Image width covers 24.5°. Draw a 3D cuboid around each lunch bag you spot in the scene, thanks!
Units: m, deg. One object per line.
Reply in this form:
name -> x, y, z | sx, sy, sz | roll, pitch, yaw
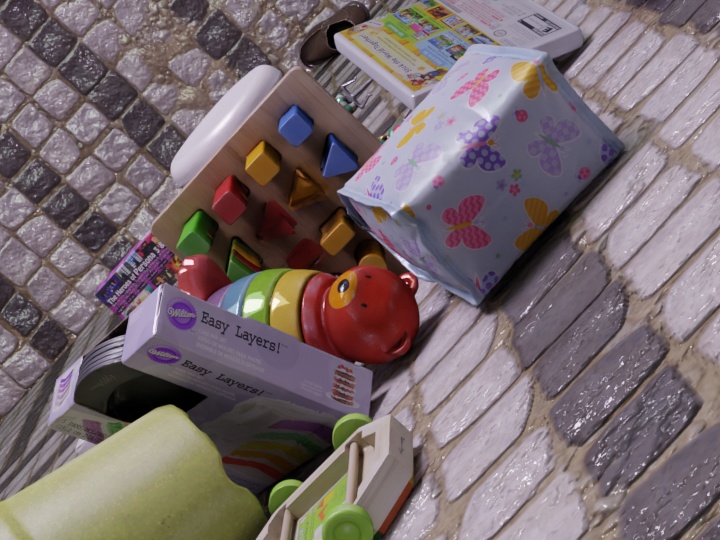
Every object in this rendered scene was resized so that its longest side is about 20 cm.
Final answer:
lunch bag -> 0.083, -0.079, 1.267 | 0.170, 0.127, 0.200 | -47, 21, -6

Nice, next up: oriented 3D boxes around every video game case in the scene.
video game case -> -0.148, 0.011, 1.733 | 0.200, 0.181, 0.036 | -47, 11, 12
video game case -> 0.092, -0.225, 1.615 | 0.181, 0.023, 0.200 | -23, 32, -13

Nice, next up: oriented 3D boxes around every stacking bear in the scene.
stacking bear -> -0.046, 0.045, 1.323 | 0.199, 0.114, 0.122 | -10, 46, 29

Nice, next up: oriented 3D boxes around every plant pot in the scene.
plant pot -> -0.169, 0.202, 1.198 | 0.184, 0.201, 0.200 | -39, 8, -15

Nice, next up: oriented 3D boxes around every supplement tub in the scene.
supplement tub -> -0.064, -0.079, 1.561 | 0.144, 0.200, 0.145 | -44, 14, 14

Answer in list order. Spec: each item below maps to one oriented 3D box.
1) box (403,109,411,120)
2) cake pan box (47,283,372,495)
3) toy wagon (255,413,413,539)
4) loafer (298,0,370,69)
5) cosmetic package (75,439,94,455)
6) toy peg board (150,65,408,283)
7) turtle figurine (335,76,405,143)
box -> 0.113, -0.180, 1.714 | 0.200, 0.049, 0.082 | -36, 16, 48
cake pan box -> -0.120, 0.097, 1.274 | 0.184, 0.199, 0.053 | -37, 38, 43
toy wagon -> -0.041, 0.180, 1.097 | 0.200, 0.040, 0.155 | -47, 11, 15
loafer -> -0.066, -0.481, 3.418 | 0.200, 0.073, 0.071 | -40, 12, 38
cosmetic package -> -0.178, 0.129, 1.641 | 0.200, 0.108, 0.085 | -46, 11, 4
toy peg board -> -0.050, -0.034, 1.447 | 0.199, 0.200, 0.098 | -46, 12, 10
turtle figurine -> 0.027, -0.122, 1.671 | 0.200, 0.149, 0.101 | 134, 155, -58
